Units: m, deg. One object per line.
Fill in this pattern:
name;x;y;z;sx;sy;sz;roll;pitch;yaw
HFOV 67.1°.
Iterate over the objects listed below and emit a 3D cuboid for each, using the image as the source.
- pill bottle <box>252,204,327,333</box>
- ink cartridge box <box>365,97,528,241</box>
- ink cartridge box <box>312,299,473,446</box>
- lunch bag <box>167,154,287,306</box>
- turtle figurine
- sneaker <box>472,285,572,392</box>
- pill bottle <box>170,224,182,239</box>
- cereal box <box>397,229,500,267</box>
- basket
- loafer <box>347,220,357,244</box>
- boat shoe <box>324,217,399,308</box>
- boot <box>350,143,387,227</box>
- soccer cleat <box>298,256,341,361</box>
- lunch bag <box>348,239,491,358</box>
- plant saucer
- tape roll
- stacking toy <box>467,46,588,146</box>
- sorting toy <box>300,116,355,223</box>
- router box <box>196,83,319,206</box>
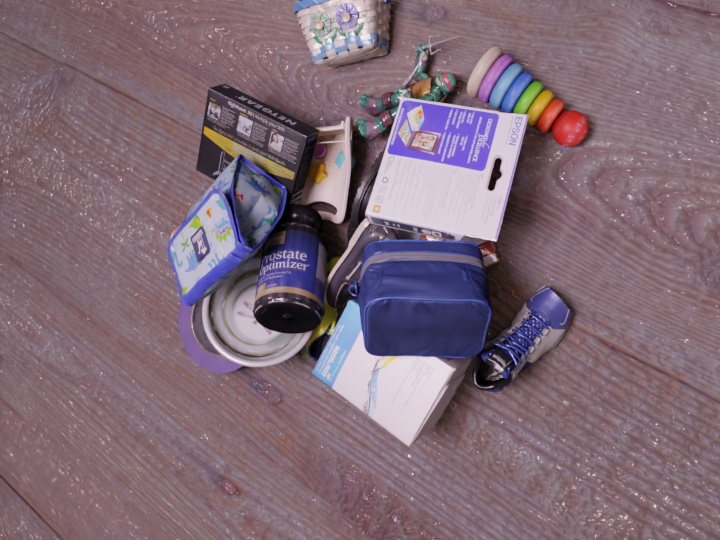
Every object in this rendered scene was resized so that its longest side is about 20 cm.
pill bottle;-0.111;-0.006;0.905;0.111;0.112;0.202;-14;53;22
ink cartridge box;0.128;-0.147;0.803;0.198;0.043;0.200;14;79;20
ink cartridge box;0.057;0.157;0.896;0.199;0.147;0.146;32;101;21
lunch bag;-0.218;-0.058;0.874;0.170;0.127;0.201;-38;35;31
turtle figurine;0.087;-0.300;0.912;0.199;0.150;0.101;-23;121;33
sneaker;0.241;0.120;0.834;0.081;0.115;0.200;44;105;17
pill bottle;-0.263;-0.081;1.061;0.199;0.112;0.113;-30;78;19
cereal box;0.135;-0.081;0.926;0.143;0.039;0.202;-24;79;20
basket;-0.028;-0.473;0.952;0.174;0.139;0.203;-7;96;24
loafer;0.038;-0.015;0.955;0.068;0.070;0.202;-56;52;37
boat shoe;0.000;0.000;0.892;0.063;0.072;0.201;42;126;19
boot;0.092;-0.130;0.880;0.157;0.079;0.212;36;100;19
soccer cleat;-0.064;0.072;0.995;0.083;0.064;0.202;32;106;26
lunch bag;0.081;0.035;0.783;0.197;0.137;0.133;3;46;0
plant saucer;-0.175;0.074;0.959;0.198;0.050;0.202;2;69;-6
tape roll;-0.253;0.095;1.067;0.198;0.085;0.203;-1;88;23
stacking toy;0.270;-0.266;0.855;0.199;0.085;0.086;38;103;14
sorting toy;-0.087;-0.176;0.999;0.198;0.107;0.182;2;97;25
router box;-0.185;-0.210;0.954;0.199;0.052;0.158;28;124;10
